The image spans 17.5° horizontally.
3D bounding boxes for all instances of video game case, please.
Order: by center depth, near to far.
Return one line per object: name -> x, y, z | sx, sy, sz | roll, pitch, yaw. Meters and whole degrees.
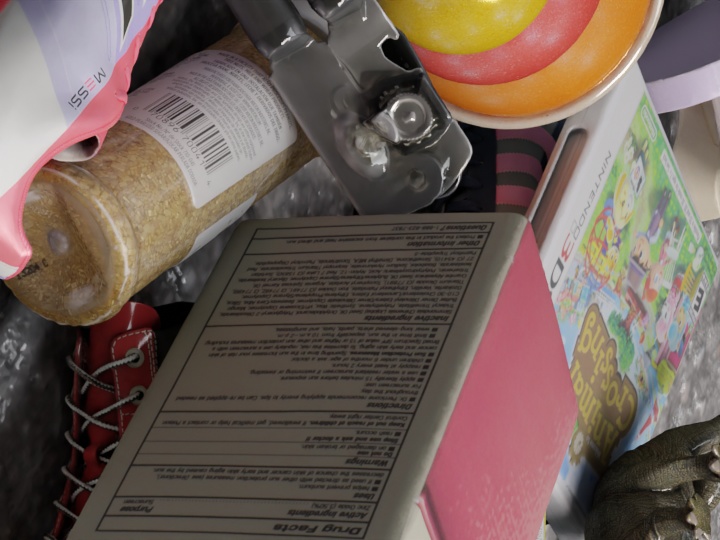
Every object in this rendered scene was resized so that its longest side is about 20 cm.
video game case -> 0.117, 0.021, 1.136 | 0.183, 0.022, 0.200 | -65, 150, -21

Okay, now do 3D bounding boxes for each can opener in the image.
can opener -> -0.025, -0.110, 0.931 | 0.200, 0.053, 0.067 | 57, 7, -3

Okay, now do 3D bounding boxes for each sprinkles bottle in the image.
sprinkles bottle -> -0.065, -0.049, 0.931 | 0.200, 0.068, 0.068 | -40, 129, -50

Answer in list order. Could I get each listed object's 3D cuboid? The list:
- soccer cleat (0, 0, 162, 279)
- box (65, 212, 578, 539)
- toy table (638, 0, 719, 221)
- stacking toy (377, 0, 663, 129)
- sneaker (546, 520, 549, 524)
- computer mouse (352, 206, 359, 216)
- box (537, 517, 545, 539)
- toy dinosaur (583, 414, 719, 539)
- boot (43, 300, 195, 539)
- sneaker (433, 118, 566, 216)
soccer cleat -> -0.104, -0.086, 0.841 | 0.076, 0.067, 0.200 | 45, 56, -17
box -> -0.008, 0.080, 0.878 | 0.200, 0.127, 0.109 | -65, 146, -46
toy table -> 0.232, -0.093, 1.368 | 0.200, 0.183, 0.117 | -36, 110, -43
stacking toy -> 0.044, -0.139, 0.998 | 0.200, 0.146, 0.147 | 1, 95, -72
sneaker -> 0.092, 0.049, 1.216 | 0.072, 0.083, 0.201 | 33, 67, -58
computer mouse -> 0.000, 0.000, 1.083 | 0.200, 0.046, 0.141 | 83, 4, -47
box -> -0.001, 0.169, 1.069 | 0.200, 0.048, 0.118 | -7, 103, -42
toy dinosaur -> 0.141, 0.119, 1.117 | 0.077, 0.102, 0.201 | 36, 48, -34
boot -> -0.106, 0.094, 0.892 | 0.200, 0.072, 0.145 | -46, 131, -55
sneaker -> 0.053, -0.045, 1.141 | 0.082, 0.070, 0.200 | 50, 35, -22
